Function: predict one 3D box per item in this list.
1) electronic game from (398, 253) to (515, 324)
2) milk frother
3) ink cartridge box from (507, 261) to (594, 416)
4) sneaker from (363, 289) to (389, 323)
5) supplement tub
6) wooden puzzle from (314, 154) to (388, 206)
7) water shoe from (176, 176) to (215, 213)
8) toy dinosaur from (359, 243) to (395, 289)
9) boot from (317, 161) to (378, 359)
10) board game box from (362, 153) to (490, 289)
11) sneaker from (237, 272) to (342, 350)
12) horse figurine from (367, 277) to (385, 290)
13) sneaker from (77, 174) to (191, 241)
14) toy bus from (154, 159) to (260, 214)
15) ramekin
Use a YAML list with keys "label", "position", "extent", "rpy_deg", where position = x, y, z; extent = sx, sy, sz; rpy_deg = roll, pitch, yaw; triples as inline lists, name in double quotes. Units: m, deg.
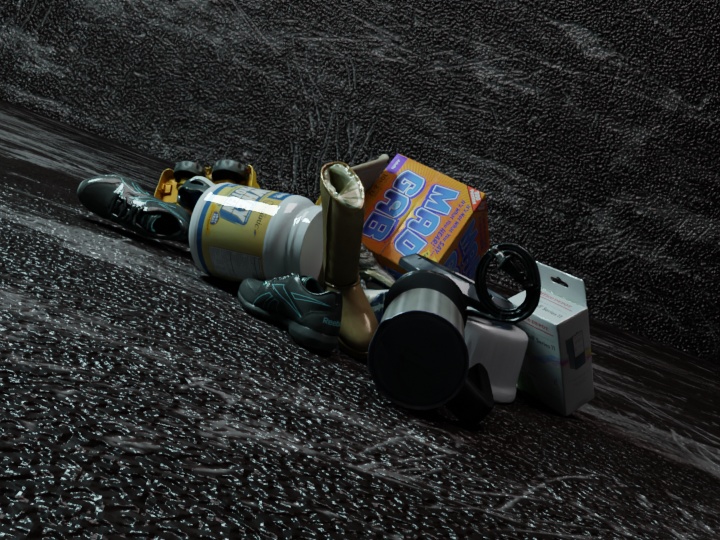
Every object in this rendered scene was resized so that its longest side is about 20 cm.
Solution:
- label: "electronic game"
  position: [0.145, 0.028, 1.148]
  extent: [0.196, 0.042, 0.200]
  rpy_deg: [27, 6, -3]
- label: "milk frother"
  position: [0.120, 0.057, 0.938]
  extent: [0.178, 0.203, 0.188]
  rpy_deg: [28, 16, -1]
- label: "ink cartridge box"
  position: [0.288, 0.101, 1.175]
  extent: [0.066, 0.205, 0.117]
  rpy_deg: [-22, 26, -23]
- label: "sneaker"
  position: [-0.008, 0.054, 1.204]
  extent: [0.084, 0.079, 0.198]
  rpy_deg: [20, 4, 40]
- label: "supplement tub"
  position: [-0.142, -0.046, 1.159]
  extent: [0.196, 0.149, 0.144]
  rpy_deg: [12, 2, 25]
- label: "wooden puzzle"
  position: [-0.040, -0.119, 1.368]
  extent: [0.037, 0.186, 0.199]
  rpy_deg: [39, 31, 9]
- label: "water shoe"
  position: [-0.229, -0.071, 1.302]
  extent: [0.199, 0.072, 0.079]
  rpy_deg: [41, 23, -2]
- label: "toy dinosaur"
  position: [0.000, 0.000, 1.277]
  extent: [0.087, 0.048, 0.200]
  rpy_deg: [-33, 66, -29]
- label: "boot"
  position: [-0.016, -0.009, 1.014]
  extent: [0.065, 0.203, 0.176]
  rpy_deg: [-16, 48, -23]
- label: "board game box"
  position: [0.106, -0.048, 1.439]
  extent: [0.197, 0.201, 0.201]
  rpy_deg: [28, -22, 27]
- label: "sneaker"
  position: [-0.091, 0.039, 1.044]
  extent: [0.198, 0.081, 0.074]
  rpy_deg: [24, 9, 41]
- label: "horse figurine"
  position: [0.032, 0.043, 1.366]
  extent: [0.198, 0.050, 0.133]
  rpy_deg: [37, -8, 4]
- label: "sneaker"
  position: [-0.370, -0.103, 1.277]
  extent: [0.196, 0.077, 0.079]
  rpy_deg: [18, 9, -15]
- label: "toy bus"
  position: [-0.270, -0.109, 1.475]
  extent: [0.195, 0.139, 0.192]
  rpy_deg: [2, -19, 16]
- label: "ramekin"
  position: [0.152, 0.108, 1.147]
  extent: [0.196, 0.100, 0.201]
  rpy_deg: [20, 6, -2]
